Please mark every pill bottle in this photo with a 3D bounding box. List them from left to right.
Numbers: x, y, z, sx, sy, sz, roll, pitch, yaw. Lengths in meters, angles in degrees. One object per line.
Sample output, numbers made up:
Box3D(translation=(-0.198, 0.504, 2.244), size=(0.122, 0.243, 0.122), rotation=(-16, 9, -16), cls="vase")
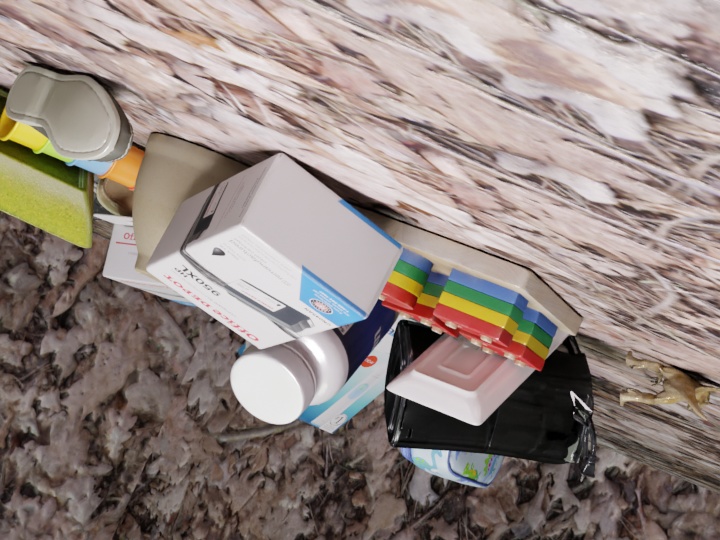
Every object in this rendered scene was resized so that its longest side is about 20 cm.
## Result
Box3D(translation=(-0.047, 0.066, 1.633), size=(0.111, 0.111, 0.200), rotation=(22, -141, 17), cls="pill bottle")

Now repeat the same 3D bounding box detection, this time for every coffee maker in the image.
Box3D(translation=(0.132, 0.128, 1.680), size=(0.200, 0.135, 0.192), rotation=(6, -174, -8), cls="coffee maker")

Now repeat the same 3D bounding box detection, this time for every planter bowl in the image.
Box3D(translation=(-0.148, -0.036, 1.638), size=(0.200, 0.135, 0.200), rotation=(23, 175, 2), cls="planter bowl")

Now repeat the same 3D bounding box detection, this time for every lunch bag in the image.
Box3D(translation=(0.123, 0.143, 1.874), size=(0.082, 0.200, 0.161), rotation=(13, 172, 28), cls="lunch bag")

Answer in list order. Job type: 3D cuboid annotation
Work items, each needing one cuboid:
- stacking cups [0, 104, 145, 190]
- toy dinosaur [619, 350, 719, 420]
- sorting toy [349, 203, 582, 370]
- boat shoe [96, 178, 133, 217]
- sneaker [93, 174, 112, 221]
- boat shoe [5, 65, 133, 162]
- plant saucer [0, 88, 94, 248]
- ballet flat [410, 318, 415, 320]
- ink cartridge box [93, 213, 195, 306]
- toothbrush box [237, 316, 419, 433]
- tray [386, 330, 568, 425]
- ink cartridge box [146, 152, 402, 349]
Box3D(translation=(-0.287, -0.131, 1.744), size=(0.200, 0.061, 0.061), rotation=(23, 176, -29), cls="stacking cups")
Box3D(translation=(0.318, 0.117, 1.649), size=(0.101, 0.058, 0.200), rotation=(7, 179, 14), cls="toy dinosaur")
Box3D(translation=(0.087, 0.023, 1.540), size=(0.199, 0.070, 0.200), rotation=(21, 175, 25), cls="sorting toy")
Box3D(translation=(-0.203, -0.076, 1.843), size=(0.200, 0.072, 0.065), rotation=(18, 171, -3), cls="boat shoe")
Box3D(translation=(-0.297, -0.099, 1.928), size=(0.200, 0.079, 0.074), rotation=(22, 151, -26), cls="sneaker")
Box3D(translation=(-0.249, -0.135, 1.447), size=(0.060, 0.072, 0.202), rotation=(26, -179, -39), cls="boat shoe")
Box3D(translation=(-0.370, -0.131, 1.765), size=(0.200, 0.048, 0.200), rotation=(26, -154, -23), cls="plant saucer")
Box3D(translation=(0.000, 0.000, 1.747), size=(0.200, 0.067, 0.070), rotation=(24, -171, 16), cls="ballet flat")
Box3D(translation=(-0.212, -0.006, 1.861), size=(0.116, 0.067, 0.200), rotation=(6, 170, 33), cls="ink cartridge box")
Box3D(translation=(-0.022, 0.088, 1.934), size=(0.146, 0.200, 0.085), rotation=(30, -154, -44), cls="toothbrush box")
Box3D(translation=(0.123, 0.080, 1.621), size=(0.107, 0.022, 0.200), rotation=(19, -143, 28), cls="tray")
Box3D(translation=(-0.081, -0.011, 1.456), size=(0.145, 0.084, 0.200), rotation=(37, 153, -20), cls="ink cartridge box")
